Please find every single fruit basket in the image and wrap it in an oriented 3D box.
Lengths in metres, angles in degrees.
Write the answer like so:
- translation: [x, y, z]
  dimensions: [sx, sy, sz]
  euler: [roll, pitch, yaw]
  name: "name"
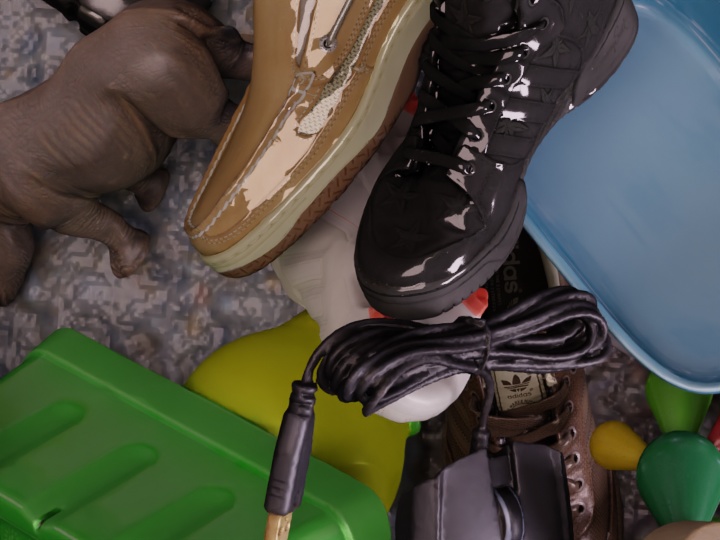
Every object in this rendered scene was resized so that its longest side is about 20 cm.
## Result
- translation: [-0.054, 0.101, 1.149]
  dimensions: [0.214, 0.216, 0.156]
  euler: [10, 113, 10]
  name: "fruit basket"

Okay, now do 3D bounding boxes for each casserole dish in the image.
- translation: [0.116, -0.037, 1.103]
  dimensions: [0.121, 0.039, 0.200]
  euler: [-35, 72, -10]
  name: "casserole dish"

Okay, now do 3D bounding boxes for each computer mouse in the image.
- translation: [0.025, 0.106, 1.041]
  dimensions: [0.046, 0.140, 0.201]
  euler: [37, 122, 48]
  name: "computer mouse"

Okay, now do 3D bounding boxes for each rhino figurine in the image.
- translation: [-0.116, -0.043, 1.179]
  dimensions: [0.200, 0.060, 0.087]
  euler: [-33, 125, 30]
  name: "rhino figurine"

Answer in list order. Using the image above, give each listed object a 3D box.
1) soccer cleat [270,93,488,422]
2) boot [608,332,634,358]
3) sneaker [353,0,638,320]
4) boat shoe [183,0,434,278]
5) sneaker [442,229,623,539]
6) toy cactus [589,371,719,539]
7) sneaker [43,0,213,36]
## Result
- translation: [0.000, 0.000, 1.126]
  dimensions: [0.069, 0.200, 0.078]
  euler: [26, 120, -25]
  name: "soccer cleat"
- translation: [0.195, -0.002, 1.146]
  dimensions: [0.199, 0.074, 0.096]
  euler: [8, 63, 20]
  name: "boot"
- translation: [0.046, -0.087, 1.041]
  dimensions: [0.060, 0.104, 0.200]
  euler: [17, 59, 33]
  name: "sneaker"
- translation: [-0.015, -0.094, 1.097]
  dimensions: [0.076, 0.072, 0.200]
  euler: [36, 85, -25]
  name: "boat shoe"
- translation: [0.059, 0.052, 1.157]
  dimensions: [0.070, 0.076, 0.201]
  euler: [-11, 87, 9]
  name: "sneaker"
- translation: [0.120, 0.127, 1.078]
  dimensions: [0.102, 0.165, 0.201]
  euler: [21, 75, -2]
  name: "toy cactus"
- translation: [-0.142, -0.163, 1.204]
  dimensions: [0.199, 0.075, 0.079]
  euler: [32, 84, -1]
  name: "sneaker"
